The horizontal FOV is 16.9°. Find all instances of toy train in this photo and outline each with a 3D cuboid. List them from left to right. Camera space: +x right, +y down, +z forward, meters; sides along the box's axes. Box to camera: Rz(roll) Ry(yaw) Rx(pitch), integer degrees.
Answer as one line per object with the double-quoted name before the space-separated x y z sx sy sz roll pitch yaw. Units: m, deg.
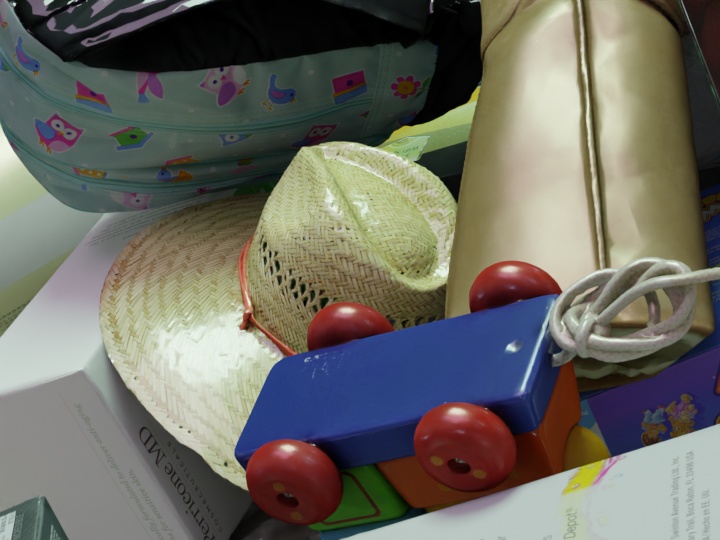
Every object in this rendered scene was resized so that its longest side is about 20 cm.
"toy train" 0.066 0.063 0.818 0.199 0.116 0.085 -14 35 33

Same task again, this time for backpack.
"backpack" -0.061 -0.106 1.022 0.199 0.127 0.167 -15 50 -20

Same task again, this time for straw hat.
"straw hat" 0.000 0.000 0.944 0.199 0.085 0.202 9 38 -7

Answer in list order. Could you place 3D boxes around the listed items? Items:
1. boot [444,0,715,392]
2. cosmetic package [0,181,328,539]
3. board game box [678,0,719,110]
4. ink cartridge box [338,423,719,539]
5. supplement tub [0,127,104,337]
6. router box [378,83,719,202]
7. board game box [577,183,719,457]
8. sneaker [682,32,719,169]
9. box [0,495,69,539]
"boot" 0.117 -0.058 0.902 0.174 0.066 0.201 -13 55 22
"cosmetic package" -0.082 0.038 1.045 0.084 0.108 0.200 -18 25 31
"board game box" 0.187 -0.034 0.834 0.104 0.201 0.023 -20 -14 9
"ink cartridge box" 0.081 0.125 0.718 0.199 0.086 0.148 -20 24 18
"supplement tub" -0.201 0.001 1.204 0.199 0.146 0.145 -31 23 -13
"router box" 0.102 -0.070 1.153 0.199 0.052 0.157 -12 27 30
"board game box" 0.165 0.006 0.935 0.199 0.045 0.135 -22 23 10
"sneaker" 0.179 -0.082 1.013 0.199 0.072 0.072 -7 16 -20
"box" -0.081 0.180 0.678 0.051 0.158 0.200 -23 24 8
